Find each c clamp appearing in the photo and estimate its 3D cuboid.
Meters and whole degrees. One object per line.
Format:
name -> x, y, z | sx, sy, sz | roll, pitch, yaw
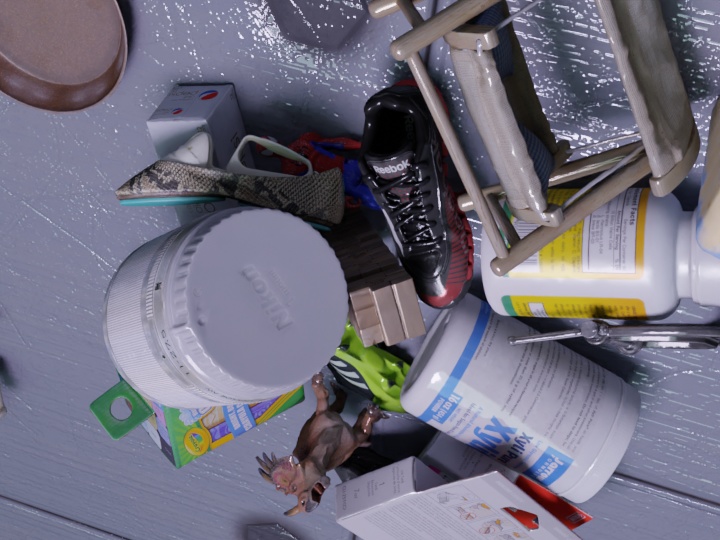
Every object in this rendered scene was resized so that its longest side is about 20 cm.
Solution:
c clamp -> 0.245, 0.055, 0.982 | 0.170, 0.200, 0.027 | -6, 81, 30

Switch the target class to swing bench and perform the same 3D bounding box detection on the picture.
swing bench -> 0.140, -0.140, 0.825 | 0.200, 0.130, 0.199 | -26, 118, 5

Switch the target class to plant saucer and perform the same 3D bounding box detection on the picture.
plant saucer -> -0.299, -0.239, 1.035 | 0.200, 0.035, 0.201 | 11, 132, 13

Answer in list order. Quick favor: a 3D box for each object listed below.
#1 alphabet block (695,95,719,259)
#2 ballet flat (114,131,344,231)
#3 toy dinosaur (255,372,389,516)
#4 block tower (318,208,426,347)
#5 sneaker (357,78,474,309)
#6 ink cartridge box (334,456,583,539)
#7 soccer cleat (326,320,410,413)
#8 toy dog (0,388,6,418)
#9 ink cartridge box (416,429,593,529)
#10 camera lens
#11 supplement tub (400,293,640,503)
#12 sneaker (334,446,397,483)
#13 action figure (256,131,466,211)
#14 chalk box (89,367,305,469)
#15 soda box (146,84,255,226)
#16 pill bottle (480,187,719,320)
alphabet block -> 0.360, -0.110, 0.762 | 0.196, 0.196, 0.200 | 18, 134, 5
ballet flat -> -0.111, -0.082, 0.985 | 0.199, 0.068, 0.076 | 7, 91, -1
toy dinosaur -> -0.043, 0.185, 1.159 | 0.086, 0.136, 0.200 | 30, 173, 12
block tower -> 0.000, 0.000, 1.004 | 0.054, 0.200, 0.058 | -18, 114, -8
sneaker -> 0.043, -0.064, 0.941 | 0.071, 0.098, 0.201 | -11, 89, 26
ink cartridge box -> 0.101, 0.240, 1.095 | 0.176, 0.045, 0.200 | -24, 136, 25
soccer cleat -> -0.019, 0.080, 1.167 | 0.200, 0.068, 0.081 | 45, 146, -15
toy dog -> -0.529, 0.147, 1.386 | 0.193, 0.140, 0.200 | 19, 134, 25
ink cartridge box -> 0.134, 0.246, 1.187 | 0.173, 0.044, 0.200 | 33, 158, 6
camera lens -> -0.120, 0.035, 0.959 | 0.160, 0.160, 0.200 | 45, 153, -17
supplement tub -> 0.151, 0.121, 1.082 | 0.200, 0.132, 0.132 | 29, 133, -1
sneaker -> 0.023, 0.254, 1.238 | 0.104, 0.060, 0.200 | 64, 165, -17
action figure -> -0.001, -0.084, 1.021 | 0.199, 0.066, 0.052 | 19, 175, 7
chalk box -> -0.173, 0.100, 1.132 | 0.125, 0.200, 0.124 | 40, 145, 39
soda box -> -0.138, -0.075, 1.080 | 0.063, 0.068, 0.200 | 1, 128, 19
pill bottle -> 0.212, -0.014, 0.956 | 0.199, 0.113, 0.113 | 1, 128, 22
